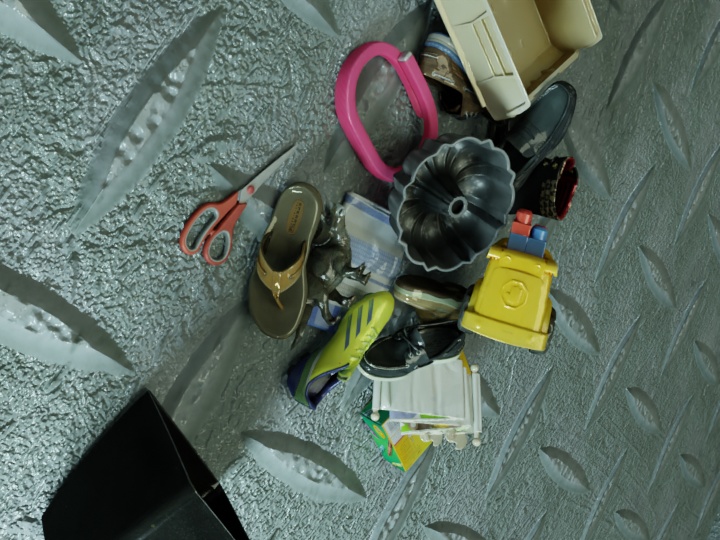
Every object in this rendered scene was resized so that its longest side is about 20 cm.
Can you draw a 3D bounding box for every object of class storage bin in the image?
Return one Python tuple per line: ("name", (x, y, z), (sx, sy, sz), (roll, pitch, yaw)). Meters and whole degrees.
("storage bin", (0.231, -0.354, 0.992), (0.200, 0.093, 0.201), (-42, 114, -27))

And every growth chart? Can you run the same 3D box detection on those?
("growth chart", (0.105, 0.195, 1.085), (0.196, 0.018, 0.148), (14, 72, -14))

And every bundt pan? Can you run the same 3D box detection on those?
("bundt pan", (0.122, -0.105, 1.004), (0.198, 0.076, 0.206), (-14, 122, -22))

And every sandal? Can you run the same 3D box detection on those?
("sandal", (-0.097, -0.015, 0.885), (0.054, 0.078, 0.205), (17, 88, -87))

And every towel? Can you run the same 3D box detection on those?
("towel", (0.000, 0.000, 1.019), (0.145, 0.024, 0.204), (22, 88, -42))

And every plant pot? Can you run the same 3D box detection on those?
("plant pot", (-0.242, 0.303, 0.793), (0.176, 0.199, 0.202), (-35, 125, -14))

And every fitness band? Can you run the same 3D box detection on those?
("fitness band", (0.040, -0.220, 0.978), (0.144, 0.037, 0.201), (-48, 128, -19))

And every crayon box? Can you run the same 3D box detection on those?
("crayon box", (0.101, 0.213, 1.149), (0.200, 0.058, 0.120), (-43, 127, -24))

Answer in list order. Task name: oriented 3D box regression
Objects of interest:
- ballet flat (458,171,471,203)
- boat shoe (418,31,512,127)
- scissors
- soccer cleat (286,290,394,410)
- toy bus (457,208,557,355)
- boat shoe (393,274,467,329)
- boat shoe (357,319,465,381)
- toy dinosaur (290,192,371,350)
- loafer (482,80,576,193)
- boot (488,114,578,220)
("ballet flat", (0.155, -0.116, 1.100), (0.071, 0.069, 0.200), (-43, 125, 0))
("boat shoe", (0.154, -0.268, 1.049), (0.198, 0.072, 0.073), (32, 87, -32))
("scissors", (-0.149, -0.097, 0.863), (0.073, 0.014, 0.202), (41, 77, -39))
("soccer cleat", (-0.017, 0.114, 0.977), (0.200, 0.084, 0.065), (-44, 131, -7))
("toy bus", (0.231, 0.008, 1.034), (0.200, 0.133, 0.197), (-18, 121, -76))
("boat shoe", (0.115, 0.059, 1.108), (0.198, 0.071, 0.077), (13, 109, -46))
("boat shoe", (0.084, 0.112, 1.051), (0.195, 0.075, 0.067), (-4, 139, -29))
("toy dinosaur", (-0.051, 0.010, 0.945), (0.203, 0.101, 0.077), (-61, 164, 7))
("loafer", (0.251, -0.191, 1.045), (0.070, 0.068, 0.202), (-13, 142, -52))
("boot", (0.277, -0.181, 1.122), (0.072, 0.149, 0.205), (2, 101, -41))
